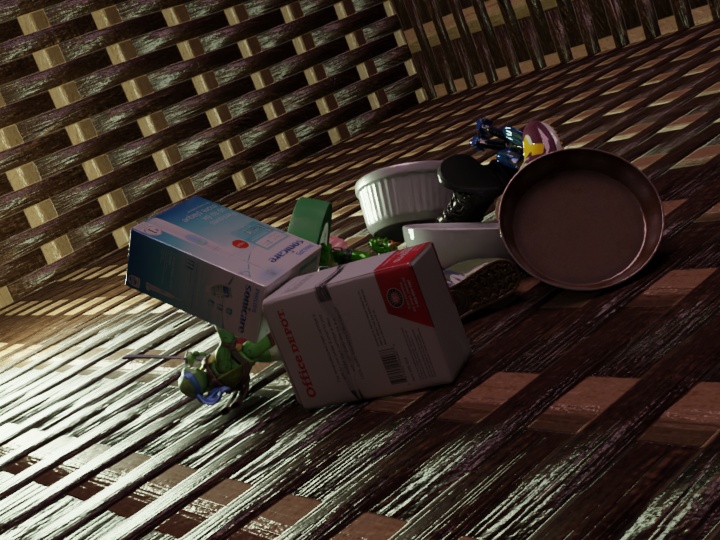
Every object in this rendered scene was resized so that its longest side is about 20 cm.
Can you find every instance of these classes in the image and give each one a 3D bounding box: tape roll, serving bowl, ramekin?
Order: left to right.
[{"bbox_3d":[-0.084,-0.007,1.456,0.048,0.201,0.200,11,17,4],"label":"tape roll"},{"bbox_3d":[0.093,-0.113,1.680,0.201,0.095,0.202,-6,-11,-1],"label":"ramekin"},{"bbox_3d":[0.159,-0.033,1.391,0.199,0.066,0.200,-1,6,0],"label":"serving bowl"}]

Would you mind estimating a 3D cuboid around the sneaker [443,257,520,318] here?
[{"bbox_3d":[0.110,0.035,1.280,0.199,0.067,0.090,-21,5,3],"label":"sneaker"}]

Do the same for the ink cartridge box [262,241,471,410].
[{"bbox_3d":[0.006,0.066,1.127,0.199,0.145,0.084,-14,13,27],"label":"ink cartridge box"}]

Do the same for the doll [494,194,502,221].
[{"bbox_3d":[0.264,-0.098,1.471,0.136,0.049,0.200,3,6,29],"label":"doll"}]

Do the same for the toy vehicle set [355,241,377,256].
[{"bbox_3d":[-0.011,-0.011,1.643,0.124,0.027,0.200,-28,6,-7],"label":"toy vehicle set"}]

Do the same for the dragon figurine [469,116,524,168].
[{"bbox_3d":[0.244,-0.185,1.487,0.099,0.059,0.200,6,18,-28],"label":"dragon figurine"}]

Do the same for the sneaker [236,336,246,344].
[{"bbox_3d":[-0.134,0.051,1.567,0.080,0.075,0.200,-10,17,44],"label":"sneaker"}]

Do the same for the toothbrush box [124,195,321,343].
[{"bbox_3d":[-0.172,-0.006,1.239,0.199,0.086,0.146,24,29,18],"label":"toothbrush box"}]

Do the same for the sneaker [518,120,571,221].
[{"bbox_3d":[0.228,-0.111,1.293,0.090,0.201,0.075,-9,-28,-4],"label":"sneaker"}]

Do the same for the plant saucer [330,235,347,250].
[{"bbox_3d":[-0.118,-0.010,1.758,0.200,0.051,0.201,-32,6,3],"label":"plant saucer"}]

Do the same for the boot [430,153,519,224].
[{"bbox_3d":[0.153,-0.096,1.535,0.199,0.069,0.174,-3,-38,-46],"label":"boot"}]

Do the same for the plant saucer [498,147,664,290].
[{"bbox_3d":[0.271,-0.059,1.209,0.199,0.201,0.035,-22,-27,-3],"label":"plant saucer"}]

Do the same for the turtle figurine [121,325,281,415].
[{"bbox_3d":[-0.184,0.085,1.311,0.193,0.145,0.200,-15,36,-43],"label":"turtle figurine"}]

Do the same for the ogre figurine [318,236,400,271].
[{"bbox_3d":[0.000,0.000,1.442,0.119,0.099,0.200,5,-10,2],"label":"ogre figurine"}]
